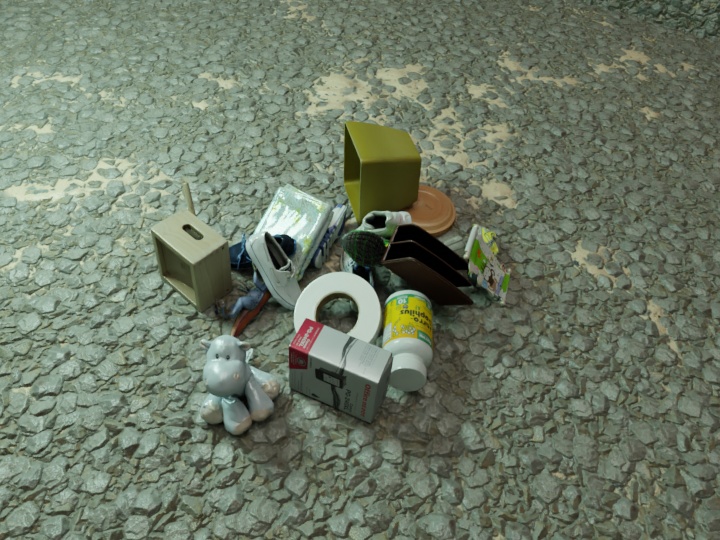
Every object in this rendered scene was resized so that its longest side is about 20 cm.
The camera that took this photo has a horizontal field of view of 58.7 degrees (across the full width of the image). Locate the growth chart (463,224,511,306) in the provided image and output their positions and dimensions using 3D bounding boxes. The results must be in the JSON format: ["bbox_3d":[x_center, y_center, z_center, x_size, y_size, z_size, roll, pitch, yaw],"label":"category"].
[{"bbox_3d":[0.306,-0.009,1.538,0.017,0.200,0.147,-18,38,35],"label":"growth chart"}]

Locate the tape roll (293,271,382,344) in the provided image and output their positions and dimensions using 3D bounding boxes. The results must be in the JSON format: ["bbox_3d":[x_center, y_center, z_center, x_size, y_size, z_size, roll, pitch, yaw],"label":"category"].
[{"bbox_3d":[-0.050,0.103,1.417,0.197,0.037,0.208,-4,66,8],"label":"tape roll"}]

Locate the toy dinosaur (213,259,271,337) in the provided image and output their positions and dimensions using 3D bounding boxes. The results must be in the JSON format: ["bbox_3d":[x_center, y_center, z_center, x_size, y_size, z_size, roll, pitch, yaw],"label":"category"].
[{"bbox_3d":[-0.244,0.069,1.477,0.178,0.105,0.205,-11,82,-29],"label":"toy dinosaur"}]

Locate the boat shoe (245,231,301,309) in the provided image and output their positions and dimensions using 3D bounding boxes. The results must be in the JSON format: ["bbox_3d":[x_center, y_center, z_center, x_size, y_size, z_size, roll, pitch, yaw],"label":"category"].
[{"bbox_3d":[-0.182,0.002,1.446,0.064,0.202,0.074,-18,28,36],"label":"boat shoe"}]

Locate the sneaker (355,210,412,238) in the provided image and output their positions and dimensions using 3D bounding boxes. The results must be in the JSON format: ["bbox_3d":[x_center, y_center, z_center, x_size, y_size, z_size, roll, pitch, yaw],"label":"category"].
[{"bbox_3d":[0.029,-0.107,1.571,0.098,0.198,0.080,16,62,-40],"label":"sneaker"}]

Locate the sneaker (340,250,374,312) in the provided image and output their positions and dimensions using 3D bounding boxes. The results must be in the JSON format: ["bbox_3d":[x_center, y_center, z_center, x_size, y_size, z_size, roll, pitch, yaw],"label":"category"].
[{"bbox_3d":[0.000,0.000,1.535,0.075,0.086,0.203,-7,47,-13],"label":"sneaker"}]

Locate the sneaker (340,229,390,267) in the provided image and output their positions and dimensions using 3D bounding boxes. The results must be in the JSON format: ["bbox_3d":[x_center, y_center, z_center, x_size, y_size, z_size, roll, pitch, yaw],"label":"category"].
[{"bbox_3d":[0.021,-0.048,1.495,0.084,0.080,0.198,22,3,44],"label":"sneaker"}]

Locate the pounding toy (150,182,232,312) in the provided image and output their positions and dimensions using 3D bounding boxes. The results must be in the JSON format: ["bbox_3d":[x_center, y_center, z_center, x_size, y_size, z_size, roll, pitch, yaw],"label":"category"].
[{"bbox_3d":[-0.386,-0.056,1.475,0.198,0.187,0.141,35,52,25],"label":"pounding toy"}]

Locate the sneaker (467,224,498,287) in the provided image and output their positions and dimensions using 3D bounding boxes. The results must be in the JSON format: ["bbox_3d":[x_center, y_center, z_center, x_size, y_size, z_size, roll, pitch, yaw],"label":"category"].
[{"bbox_3d":[0.311,-0.041,1.616,0.074,0.076,0.203,10,48,4],"label":"sneaker"}]

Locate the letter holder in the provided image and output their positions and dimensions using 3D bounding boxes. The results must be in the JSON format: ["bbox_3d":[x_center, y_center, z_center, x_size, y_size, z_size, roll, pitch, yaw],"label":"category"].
[{"bbox_3d":[0.170,-0.013,1.449,0.198,0.141,0.102,34,73,-24],"label":"letter holder"}]

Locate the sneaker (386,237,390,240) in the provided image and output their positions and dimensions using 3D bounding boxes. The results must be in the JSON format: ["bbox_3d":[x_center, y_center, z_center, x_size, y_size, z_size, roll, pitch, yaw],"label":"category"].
[{"bbox_3d":[0.103,-0.085,1.622,0.076,0.078,0.198,-3,21,-40],"label":"sneaker"}]

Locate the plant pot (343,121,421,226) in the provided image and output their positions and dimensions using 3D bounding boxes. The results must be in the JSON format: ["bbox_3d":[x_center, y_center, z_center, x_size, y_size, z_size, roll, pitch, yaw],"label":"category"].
[{"bbox_3d":[0.059,-0.266,1.696,0.172,0.203,0.202,-7,43,-10],"label":"plant pot"}]

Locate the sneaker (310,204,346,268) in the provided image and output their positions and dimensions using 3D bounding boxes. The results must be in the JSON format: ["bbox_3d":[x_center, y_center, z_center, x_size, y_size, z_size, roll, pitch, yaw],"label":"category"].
[{"bbox_3d":[-0.114,-0.105,1.623,0.113,0.082,0.201,21,50,11],"label":"sneaker"}]

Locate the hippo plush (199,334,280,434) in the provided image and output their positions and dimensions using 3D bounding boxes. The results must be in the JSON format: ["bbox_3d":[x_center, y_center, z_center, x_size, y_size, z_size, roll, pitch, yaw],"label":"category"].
[{"bbox_3d":[-0.237,0.201,1.260,0.155,0.163,0.204,5,51,-2],"label":"hippo plush"}]

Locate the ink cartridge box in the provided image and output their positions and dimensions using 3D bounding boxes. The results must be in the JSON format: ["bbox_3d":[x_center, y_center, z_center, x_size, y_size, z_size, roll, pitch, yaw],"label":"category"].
[{"bbox_3d":[-0.042,0.204,1.298,0.196,0.147,0.084,21,47,13],"label":"ink cartridge box"}]

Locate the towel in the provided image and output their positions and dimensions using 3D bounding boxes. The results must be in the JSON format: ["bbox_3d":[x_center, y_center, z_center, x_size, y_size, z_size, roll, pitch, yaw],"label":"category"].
[{"bbox_3d":[-0.171,-0.098,1.560,0.169,0.048,0.203,26,86,31],"label":"towel"}]

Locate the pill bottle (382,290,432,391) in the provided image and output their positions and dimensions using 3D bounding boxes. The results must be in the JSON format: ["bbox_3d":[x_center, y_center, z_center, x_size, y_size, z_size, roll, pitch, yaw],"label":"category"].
[{"bbox_3d":[0.102,0.152,1.386,0.110,0.114,0.203,6,46,0],"label":"pill bottle"}]

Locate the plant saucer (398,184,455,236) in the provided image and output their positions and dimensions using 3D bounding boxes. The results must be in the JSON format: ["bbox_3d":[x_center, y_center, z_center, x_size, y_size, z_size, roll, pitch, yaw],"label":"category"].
[{"bbox_3d":[0.165,-0.170,1.749,0.194,0.033,0.204,3,48,-4],"label":"plant saucer"}]

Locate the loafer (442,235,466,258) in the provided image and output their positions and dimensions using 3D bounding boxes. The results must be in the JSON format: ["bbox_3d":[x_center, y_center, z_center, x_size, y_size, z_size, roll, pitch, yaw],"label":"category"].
[{"bbox_3d":[0.184,-0.021,1.584,0.197,0.070,0.071,-25,89,-21],"label":"loafer"}]

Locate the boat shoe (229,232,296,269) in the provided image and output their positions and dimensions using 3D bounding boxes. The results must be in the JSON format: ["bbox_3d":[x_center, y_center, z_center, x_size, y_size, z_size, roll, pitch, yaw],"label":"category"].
[{"bbox_3d":[-0.248,-0.058,1.520,0.196,0.068,0.086,-17,71,20],"label":"boat shoe"}]
